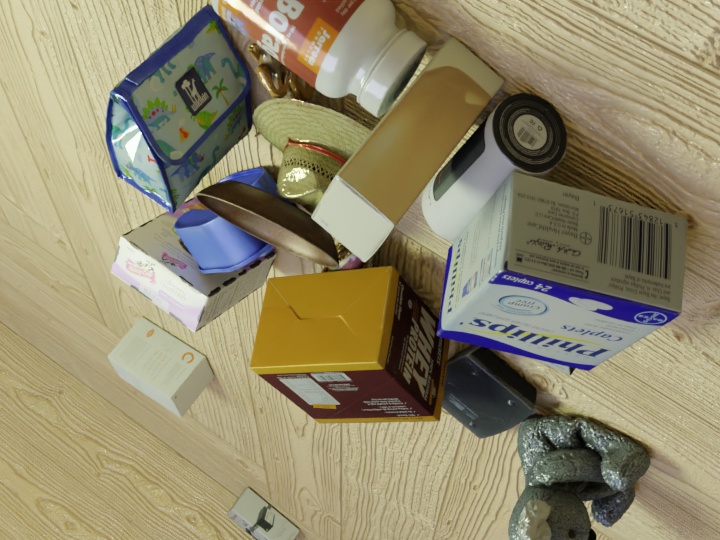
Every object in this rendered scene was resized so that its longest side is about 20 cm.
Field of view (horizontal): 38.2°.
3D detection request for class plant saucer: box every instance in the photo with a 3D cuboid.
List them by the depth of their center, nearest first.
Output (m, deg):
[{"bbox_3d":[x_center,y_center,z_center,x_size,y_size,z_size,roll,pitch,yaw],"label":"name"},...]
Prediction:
[{"bbox_3d":[-0.108,-0.062,1.283,0.197,0.037,0.201,25,172,4],"label":"plant saucer"}]

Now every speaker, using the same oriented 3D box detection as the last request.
[{"bbox_3d":[0.130,-0.097,1.053,0.081,0.082,0.200,39,156,-2],"label":"speaker"}]

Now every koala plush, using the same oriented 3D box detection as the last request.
[{"bbox_3d":[0.263,0.314,1.404,0.181,0.201,0.179,25,153,19],"label":"koala plush"}]

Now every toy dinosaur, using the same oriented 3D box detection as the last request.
[{"bbox_3d":[-0.099,-0.224,1.211,0.106,0.060,0.202,45,157,42],"label":"toy dinosaur"}]

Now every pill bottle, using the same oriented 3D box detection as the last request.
[{"bbox_3d":[-0.038,-0.242,1.006,0.199,0.113,0.112,37,156,5],"label":"pill bottle"}]

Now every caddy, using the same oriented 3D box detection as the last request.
[{"bbox_3d":[-0.170,-0.061,1.466,0.199,0.142,0.106,-2,129,56],"label":"caddy"}]

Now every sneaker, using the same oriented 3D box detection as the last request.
[{"bbox_3d":[0.000,0.000,1.427,0.089,0.076,0.200,27,160,-6],"label":"sneaker"}]

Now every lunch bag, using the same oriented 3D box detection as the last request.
[{"bbox_3d":[-0.222,-0.200,1.267,0.126,0.171,0.201,30,152,18],"label":"lunch bag"}]

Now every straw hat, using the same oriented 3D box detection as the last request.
[{"bbox_3d":[-0.054,-0.112,1.216,0.198,0.086,0.201,21,165,6],"label":"straw hat"}]

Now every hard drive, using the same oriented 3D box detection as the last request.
[{"bbox_3d":[0.171,0.173,1.497,0.134,0.043,0.200,39,155,0],"label":"hard drive"}]

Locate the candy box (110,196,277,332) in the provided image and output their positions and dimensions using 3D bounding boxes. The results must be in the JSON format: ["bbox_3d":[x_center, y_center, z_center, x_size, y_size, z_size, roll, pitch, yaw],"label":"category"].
[{"bbox_3d":[-0.251,-0.014,1.583,0.166,0.200,0.072,34,122,12],"label":"candy box"}]

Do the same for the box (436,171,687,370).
[{"bbox_3d":[0.192,0.009,1.031,0.180,0.107,0.200,13,157,-9],"label":"box"}]

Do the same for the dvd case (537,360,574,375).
[{"bbox_3d":[0.190,0.037,1.263,0.149,0.025,0.201,24,152,30],"label":"dvd case"}]

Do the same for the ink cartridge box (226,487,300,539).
[{"bbox_3d":[-0.288,0.739,3.052,0.199,0.084,0.145,39,156,0],"label":"ink cartridge box"}]

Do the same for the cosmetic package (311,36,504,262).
[{"bbox_3d":[0.045,-0.115,0.995,0.071,0.201,0.105,38,156,-1],"label":"cosmetic package"}]

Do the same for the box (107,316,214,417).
[{"bbox_3d":[-0.450,0.217,2.350,0.198,0.125,0.098,28,154,24],"label":"box"}]

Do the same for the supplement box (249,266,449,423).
[{"bbox_3d":[-0.008,0.108,1.408,0.194,0.135,0.200,-5,150,28],"label":"supplement box"}]
